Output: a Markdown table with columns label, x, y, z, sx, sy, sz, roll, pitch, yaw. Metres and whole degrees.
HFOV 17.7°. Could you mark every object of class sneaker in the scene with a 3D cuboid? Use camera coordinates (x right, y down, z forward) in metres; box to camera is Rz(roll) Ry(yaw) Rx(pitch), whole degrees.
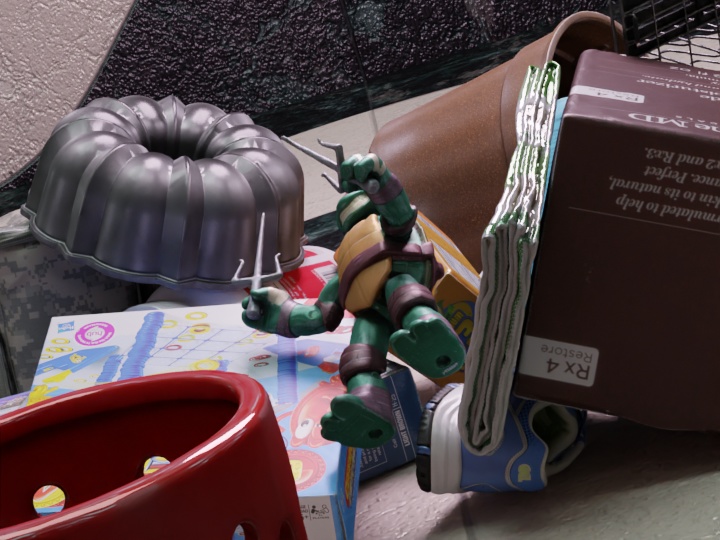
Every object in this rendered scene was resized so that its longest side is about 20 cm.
| label | x | y | z | sx | sy | sz | roll | pitch | yaw |
| --- | --- | --- | --- | --- | --- | --- | --- | --- | --- |
| sneaker | 0.103 | 0.086 | 1.364 | 0.076 | 0.076 | 0.200 | 9 | 24 | 23 |

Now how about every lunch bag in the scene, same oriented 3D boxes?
| label | x | y | z | sx | sy | sz | roll | pitch | yaw |
| --- | --- | --- | --- | --- | --- | --- | --- | --- | --- |
| lunch bag | -0.205 | 0.046 | 1.661 | 0.139 | 0.202 | 0.167 | -4 | 11 | 41 |

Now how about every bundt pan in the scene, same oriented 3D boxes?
| label | x | y | z | sx | sy | sz | roll | pitch | yaw |
| --- | --- | --- | --- | --- | --- | --- | --- | --- | --- |
| bundt pan | -0.128 | -0.062 | 1.578 | 0.200 | 0.076 | 0.202 | 10 | 23 | -4 |

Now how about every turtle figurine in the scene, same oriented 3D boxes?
| label | x | y | z | sx | sy | sz | roll | pitch | yaw |
| --- | --- | --- | --- | --- | --- | --- | --- | --- | --- |
| turtle figurine | 0.000 | 0.000 | 1.331 | 0.100 | 0.150 | 0.201 | 8 | 38 | -23 |

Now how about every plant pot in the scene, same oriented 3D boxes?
| label | x | y | z | sx | sy | sz | roll | pitch | yaw |
| --- | --- | --- | --- | --- | --- | --- | --- | --- | --- |
| plant pot | 0.124 | -0.076 | 1.803 | 0.197 | 0.202 | 0.200 | -18 | 9 | 37 |
| plant pot | -0.109 | 0.161 | 0.997 | 0.199 | 0.184 | 0.200 | -16 | 11 | 3 |

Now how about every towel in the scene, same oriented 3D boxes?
| label | x | y | z | sx | sy | sz | roll | pitch | yaw |
| --- | --- | --- | --- | --- | --- | --- | --- | --- | --- |
| towel | 0.082 | -0.011 | 1.293 | 0.030 | 0.150 | 0.201 | 10 | 32 | 3 |

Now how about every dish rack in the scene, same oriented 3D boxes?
| label | x | y | z | sx | sy | sz | roll | pitch | yaw |
| --- | --- | --- | --- | --- | --- | --- | --- | --- | --- |
| dish rack | 0.210 | -0.115 | 1.476 | 0.153 | 0.202 | 0.054 | -27 | 28 | -34 |

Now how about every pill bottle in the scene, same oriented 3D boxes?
| label | x | y | z | sx | sy | sz | roll | pitch | yaw |
| --- | --- | --- | --- | --- | --- | --- | --- | --- | --- |
| pill bottle | -0.083 | 0.050 | 1.586 | 0.112 | 0.113 | 0.199 | -9 | 3 | 35 |

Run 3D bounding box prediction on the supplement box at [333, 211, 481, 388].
| label | x | y | z | sx | sy | sz | roll | pitch | yaw |
| --- | --- | --- | --- | --- | --- | --- | --- | --- | --- |
| supplement box | 0.039 | 0.012 | 1.534 | 0.067 | 0.069 | 0.200 | -49 | 17 | 7 |

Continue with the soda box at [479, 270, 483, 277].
| label | x | y | z | sx | sy | sz | roll | pitch | yaw |
| --- | --- | --- | --- | --- | --- | --- | --- | --- | --- |
| soda box | 0.175 | 0.017 | 1.558 | 0.198 | 0.069 | 0.063 | -12 | 13 | 23 |

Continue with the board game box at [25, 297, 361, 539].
| label | x | y | z | sx | sy | sz | roll | pitch | yaw |
| --- | --- | --- | --- | --- | --- | --- | --- | --- | --- |
| board game box | -0.099 | 0.098 | 1.361 | 0.198 | 0.056 | 0.196 | -5 | 33 | 6 |

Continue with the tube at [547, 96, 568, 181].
| label | x | y | z | sx | sy | sz | roll | pitch | yaw |
| --- | --- | --- | --- | --- | --- | --- | --- | --- | --- |
| tube | 0.132 | -0.025 | 1.514 | 0.050 | 0.202 | 0.077 | 19 | -19 | -32 |

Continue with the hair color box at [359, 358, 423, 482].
| label | x | y | z | sx | sy | sz | roll | pitch | yaw |
| --- | --- | --- | --- | --- | --- | --- | --- | --- | --- |
| hair color box | -0.065 | 0.116 | 1.459 | 0.199 | 0.061 | 0.100 | -22 | 12 | -19 |

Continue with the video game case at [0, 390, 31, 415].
| label | x | y | z | sx | sy | sz | roll | pitch | yaw |
| --- | --- | --- | --- | --- | --- | --- | --- | --- | --- |
| video game case | -0.294 | 0.139 | 1.378 | 0.198 | 0.046 | 0.181 | -15 | 12 | 9 |

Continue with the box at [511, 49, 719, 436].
| label | x | y | z | sx | sy | sz | roll | pitch | yaw |
| --- | --- | --- | --- | --- | --- | --- | --- | --- | --- |
| box | 0.187 | -0.018 | 1.329 | 0.164 | 0.166 | 0.200 | 11 | 16 | 6 |
